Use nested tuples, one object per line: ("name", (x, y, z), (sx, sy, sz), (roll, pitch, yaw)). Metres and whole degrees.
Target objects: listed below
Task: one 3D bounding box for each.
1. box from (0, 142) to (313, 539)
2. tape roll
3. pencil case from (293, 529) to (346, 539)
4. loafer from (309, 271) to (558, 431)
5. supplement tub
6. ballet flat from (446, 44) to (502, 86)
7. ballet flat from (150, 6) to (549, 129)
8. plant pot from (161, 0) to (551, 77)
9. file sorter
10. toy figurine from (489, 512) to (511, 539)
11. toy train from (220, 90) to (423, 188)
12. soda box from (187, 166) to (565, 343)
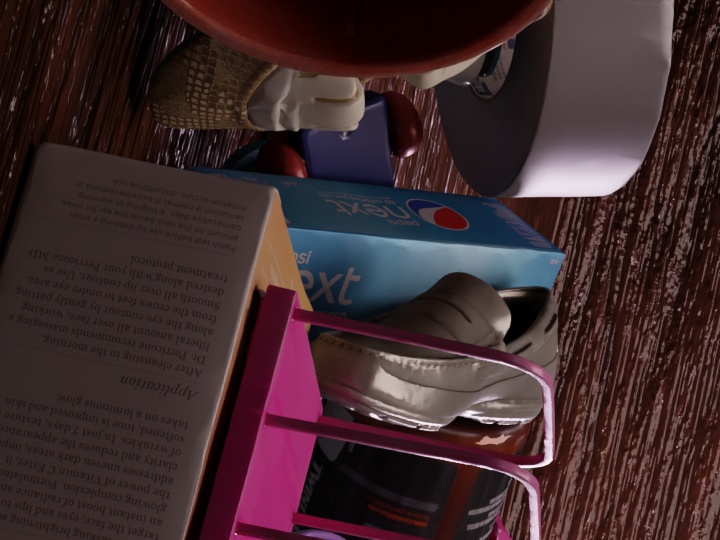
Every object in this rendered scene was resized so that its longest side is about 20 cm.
("box", (-0.099, 0.073, 1.244), (0.152, 0.106, 0.201), (76, 26, -70))
("tape roll", (0.094, -0.137, 1.506), (0.200, 0.066, 0.202), (179, -90, -73))
("pencil case", (-0.063, 0.189, 1.478), (0.085, 0.084, 0.200), (-33, 178, -36))
("loafer", (0.036, 0.034, 1.390), (0.200, 0.070, 0.070), (0, 109, -64))
("supplement tub", (0.011, 0.136, 1.532), (0.107, 0.106, 0.201), (-60, 170, -64))
("ballet flat", (0.020, -0.132, 1.510), (0.200, 0.069, 0.070), (-139, -121, -75))
("ballet flat", (0.001, -0.105, 1.367), (0.065, 0.199, 0.071), (58, -8, 28))
("plant pot", (0.003, -0.223, 1.293), (0.201, 0.199, 0.196), (91, 6, -50))
("file sorter", (0.002, 0.134, 1.209), (0.139, 0.125, 0.201), (79, 24, -67))
("toy figurine", (-0.008, 0.150, 1.667), (0.200, 0.183, 0.151), (-37, 138, -76))
("toy train", (-0.032, -0.082, 1.501), (0.084, 0.116, 0.201), (-24, 130, -23))
("soda box", (0.000, 0.000, 1.452), (0.199, 0.064, 0.068), (5, 115, -39))
